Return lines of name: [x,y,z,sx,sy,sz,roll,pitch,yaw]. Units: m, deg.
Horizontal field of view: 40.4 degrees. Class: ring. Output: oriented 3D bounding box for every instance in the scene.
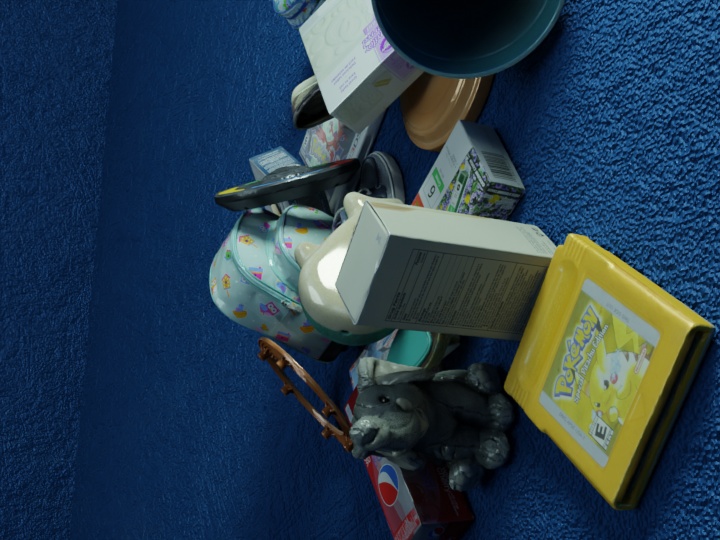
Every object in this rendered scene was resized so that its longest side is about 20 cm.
ring: [-0.070,0.167,1.272,0.019,0.201,0.200,-42,22,-15]

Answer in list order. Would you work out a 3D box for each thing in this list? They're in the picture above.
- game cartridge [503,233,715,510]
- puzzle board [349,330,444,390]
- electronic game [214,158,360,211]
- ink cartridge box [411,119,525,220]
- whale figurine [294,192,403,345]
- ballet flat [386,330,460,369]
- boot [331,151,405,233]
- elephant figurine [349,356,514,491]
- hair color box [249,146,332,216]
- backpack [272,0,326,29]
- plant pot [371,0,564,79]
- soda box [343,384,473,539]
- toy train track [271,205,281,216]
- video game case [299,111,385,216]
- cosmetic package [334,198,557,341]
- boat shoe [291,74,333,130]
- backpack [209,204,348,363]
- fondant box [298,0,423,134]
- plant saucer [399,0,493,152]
game cartridge: [0.209,0.081,0.870,0.200,0.032,0.177,47,125,57]
puzzle board: [0.037,0.130,1.225,0.200,0.017,0.151,-57,36,41]
electronic game: [-0.097,-0.118,1.299,0.200,0.199,0.042,3,110,64]
ink cartridge box: [0.102,-0.057,1.106,0.200,0.050,0.109,-60,33,37]
whale figurine: [0.000,0.000,1.153,0.104,0.158,0.201,92,-173,-52]
ballet flat: [0.090,0.055,1.084,0.071,0.070,0.201,-113,36,-47]
boot: [0.006,-0.078,1.264,0.073,0.090,0.201,-53,38,45]
elephant figurine: [0.044,0.146,0.994,0.155,0.199,0.142,-53,38,45]
hair color box: [-0.103,-0.111,1.491,0.200,0.060,0.100,46,157,59]
backpack: [-0.048,-0.444,1.452,0.200,0.153,0.164,118,143,-60]
plant pot: [0.104,-0.334,1.045,0.188,0.199,0.201,-95,25,-57]
soda box: [0.050,0.213,1.095,0.064,0.070,0.201,-62,38,38]
toy train track: [-0.124,-0.038,1.494,0.115,0.032,0.200,62,169,13]
video game case: [-0.032,-0.206,1.457,0.183,0.023,0.200,-68,29,27]
cosmetic package: [0.087,0.002,0.949,0.106,0.199,0.071,-68,29,25]
boat shoe: [-0.019,-0.253,1.345,0.199,0.072,0.065,-24,49,35]
backpack: [-0.092,0.006,1.287,0.176,0.199,0.154,-88,23,-49]
fondant box: [0.007,-0.290,1.240,0.144,0.058,0.201,-41,43,22]
plant saucer: [0.099,-0.246,1.191,0.200,0.032,0.201,-28,58,58]
